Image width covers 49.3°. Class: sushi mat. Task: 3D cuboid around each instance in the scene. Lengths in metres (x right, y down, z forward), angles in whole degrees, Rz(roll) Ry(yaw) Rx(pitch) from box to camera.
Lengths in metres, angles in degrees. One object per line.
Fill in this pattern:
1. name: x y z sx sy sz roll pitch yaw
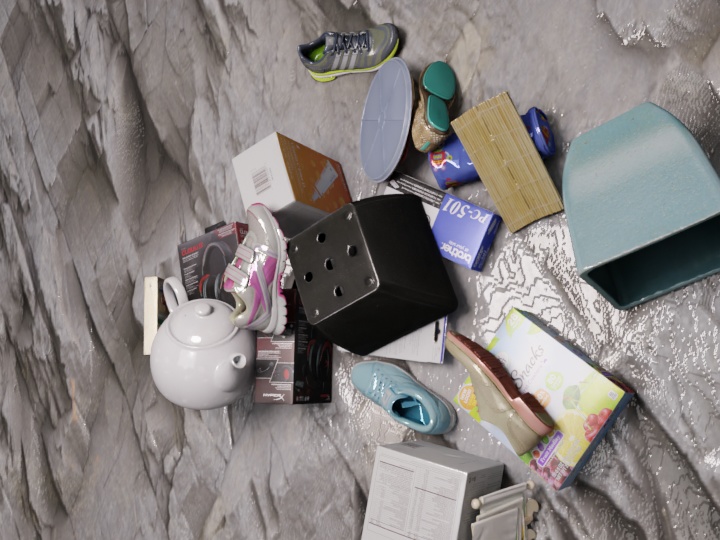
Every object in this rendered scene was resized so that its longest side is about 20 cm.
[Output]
1. sushi mat: 0.218 -0.157 1.157 0.094 0.012 0.202 -22 109 29

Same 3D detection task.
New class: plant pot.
1. plant pot: 0.372 -0.095 1.033 0.193 0.195 0.204 -26 61 25
2. plant pot: 0.000 0.000 1.195 0.198 0.176 0.203 -28 70 27

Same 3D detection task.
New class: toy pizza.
1. toy pizza: 0.048 -0.245 1.287 0.200 0.031 0.205 -174 90 -69

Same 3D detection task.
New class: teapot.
1. teapot: -0.255 0.113 1.276 0.195 0.199 0.148 7 126 6

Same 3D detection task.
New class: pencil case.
1. pencil case: 0.199 -0.189 1.209 0.197 0.078 0.089 -14 64 29

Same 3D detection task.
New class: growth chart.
1. growth chart: 0.193 0.398 1.095 0.018 0.143 0.205 8 92 52

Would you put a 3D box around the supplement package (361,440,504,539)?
1. supplement package: 0.102 0.368 1.141 0.148 0.151 0.205 9 87 31

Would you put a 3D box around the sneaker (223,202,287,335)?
1. sneaker: -0.162 0.001 1.179 0.081 0.087 0.205 11 104 63

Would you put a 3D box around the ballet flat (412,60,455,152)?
1. ballet flat: 0.109 -0.259 1.243 0.065 0.070 0.202 -51 17 41

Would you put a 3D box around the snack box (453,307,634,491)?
1. snack box: 0.258 0.181 1.125 0.199 0.067 0.171 38 103 31

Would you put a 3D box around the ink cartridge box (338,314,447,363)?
1. ink cartridge box: 0.058 0.092 1.275 0.197 0.039 0.102 5 85 33

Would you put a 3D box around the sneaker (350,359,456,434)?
1. sneaker: 0.055 0.194 1.236 0.197 0.081 0.075 21 93 31

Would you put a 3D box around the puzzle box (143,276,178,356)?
1. puzzle box: -0.344 0.094 1.425 0.025 0.200 0.136 -3 80 7

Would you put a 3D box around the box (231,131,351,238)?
1. box: -0.105 -0.130 1.310 0.096 0.199 0.127 -26 71 24

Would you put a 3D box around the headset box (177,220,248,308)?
1. headset box: -0.251 0.013 1.440 0.146 0.075 0.204 -18 75 28

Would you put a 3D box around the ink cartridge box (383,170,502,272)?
1. ink cartridge box: 0.121 -0.081 1.258 0.198 0.044 0.096 27 98 31

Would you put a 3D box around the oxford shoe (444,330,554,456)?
1. oxford shoe: 0.177 0.169 1.097 0.074 0.070 0.200 -51 60 18

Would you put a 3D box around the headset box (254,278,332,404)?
1. headset box: -0.107 0.118 1.302 0.073 0.148 0.205 -2 81 22

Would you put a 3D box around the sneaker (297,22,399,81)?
1. sneaker: -0.023 -0.385 1.367 0.197 0.080 0.076 -13 77 29
